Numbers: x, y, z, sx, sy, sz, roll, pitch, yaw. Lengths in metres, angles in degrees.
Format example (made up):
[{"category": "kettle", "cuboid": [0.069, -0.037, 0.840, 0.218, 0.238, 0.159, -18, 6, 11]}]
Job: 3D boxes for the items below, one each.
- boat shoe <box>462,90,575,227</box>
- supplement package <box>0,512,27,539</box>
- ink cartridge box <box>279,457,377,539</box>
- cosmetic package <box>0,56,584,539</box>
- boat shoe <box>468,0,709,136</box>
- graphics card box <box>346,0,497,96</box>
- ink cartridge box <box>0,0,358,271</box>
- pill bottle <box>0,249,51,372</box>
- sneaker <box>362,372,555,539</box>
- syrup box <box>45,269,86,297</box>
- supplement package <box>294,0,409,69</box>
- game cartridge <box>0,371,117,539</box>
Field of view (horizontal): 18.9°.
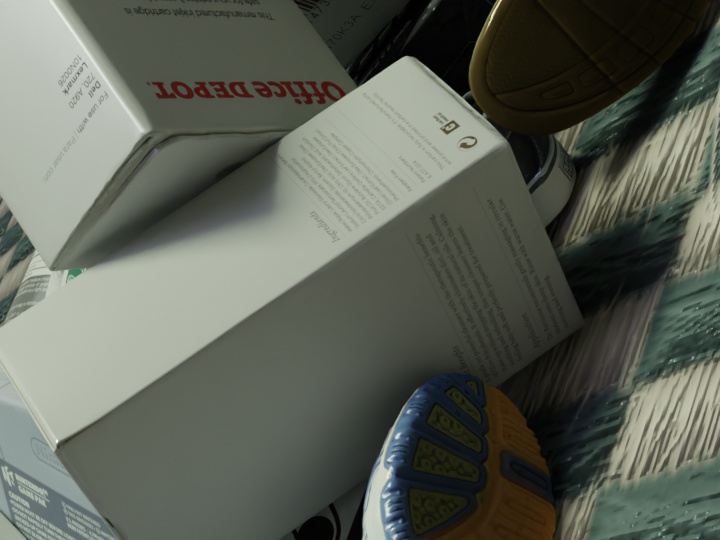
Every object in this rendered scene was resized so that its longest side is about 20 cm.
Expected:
[{"category": "boat shoe", "cuboid": [0.000, 0.000, 0.931, 0.200, 0.068, 0.072, -41, 30, 9]}, {"category": "supplement package", "cuboid": [-0.185, 0.206, 0.934, 0.200, 0.156, 0.111, 38, 117, 35]}, {"category": "ink cartridge box", "cuboid": [-0.032, 0.167, 0.838, 0.094, 0.044, 0.200, 8, 68, 35]}, {"category": "cosmetic package", "cuboid": [-0.026, 0.024, 0.829, 0.200, 0.108, 0.085, -33, 41, -8]}, {"category": "boat shoe", "cuboid": [0.118, -0.139, 0.893, 0.200, 0.073, 0.065, -49, 8, 4]}, {"category": "graphics card box", "cuboid": [0.032, -0.107, 1.063, 0.125, 0.051, 0.200, -51, 9, 17]}, {"category": "ink cartridge box", "cuboid": [-0.106, -0.102, 0.890, 0.084, 0.145, 0.200, -49, 65, 31]}, {"category": "pill bottle", "cuboid": [-0.167, 0.032, 1.398, 0.116, 0.116, 0.200, -31, 35, 61]}, {"category": "sneaker", "cuboid": [0.014, 0.126, 0.772, 0.088, 0.075, 0.200, -42, 25, 43]}, {"category": "syrup box", "cuboid": [-0.100, -0.022, 1.124, 0.079, 0.081, 0.200, 55, 140, 33]}, {"category": "supplement package", "cuboid": [-0.042, -0.210, 1.043, 0.117, 0.117, 0.200, -44, 44, 39]}, {"category": "game cartridge", "cuboid": [-0.111, 0.117, 0.968, 0.200, 0.042, 0.133, 21, 125, 48]}]
